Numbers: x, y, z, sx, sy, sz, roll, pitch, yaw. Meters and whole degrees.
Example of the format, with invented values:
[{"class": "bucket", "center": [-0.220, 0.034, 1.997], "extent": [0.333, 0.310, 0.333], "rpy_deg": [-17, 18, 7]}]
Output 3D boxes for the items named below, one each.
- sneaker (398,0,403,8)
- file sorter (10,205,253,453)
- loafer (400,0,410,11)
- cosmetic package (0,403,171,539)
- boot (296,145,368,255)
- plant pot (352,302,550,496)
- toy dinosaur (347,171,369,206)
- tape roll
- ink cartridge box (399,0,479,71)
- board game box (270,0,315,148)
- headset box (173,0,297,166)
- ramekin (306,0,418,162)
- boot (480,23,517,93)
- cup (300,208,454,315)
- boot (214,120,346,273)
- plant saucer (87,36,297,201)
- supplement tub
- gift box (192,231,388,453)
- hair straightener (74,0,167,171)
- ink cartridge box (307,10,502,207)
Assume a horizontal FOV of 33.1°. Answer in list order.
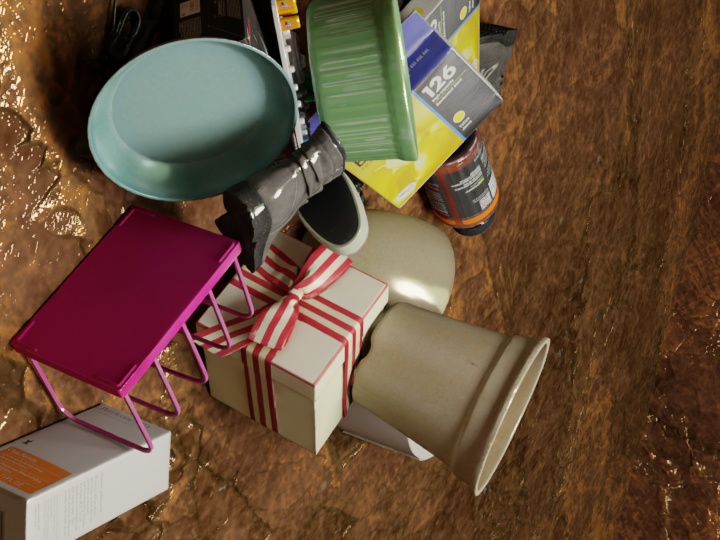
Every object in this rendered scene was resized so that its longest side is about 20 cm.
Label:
[{"class": "sneaker", "center": [0.018, -0.323, 1.508], "extent": [0.099, 0.078, 0.201], "rpy_deg": [12, 94, -65]}, {"class": "file sorter", "center": [-0.218, 0.061, 1.224], "extent": [0.200, 0.138, 0.126], "rpy_deg": [-54, 149, -32]}, {"class": "loafer", "center": [0.070, -0.318, 1.616], "extent": [0.200, 0.073, 0.072], "rpy_deg": [-51, 154, -27]}, {"class": "cosmetic package", "center": [-0.291, 0.207, 1.203], "extent": [0.200, 0.101, 0.072], "rpy_deg": [-21, 122, -56]}, {"class": "boot", "center": [-0.034, -0.080, 1.429], "extent": [0.072, 0.200, 0.144], "rpy_deg": [-37, 149, 4]}, {"class": "plant pot", "center": [0.099, 0.131, 1.423], "extent": [0.201, 0.183, 0.201], "rpy_deg": [-57, 163, -27]}, {"class": "toy dinosaur", "center": [0.009, -0.140, 1.619], "extent": [0.200, 0.047, 0.089], "rpy_deg": [43, 64, -54]}, {"class": "tape roll", "center": [0.062, 0.157, 1.760], "extent": [0.202, 0.138, 0.204], "rpy_deg": [-35, 132, -50]}, {"class": "ink cartridge box", "center": [0.089, -0.273, 1.554], "extent": [0.200, 0.047, 0.198], "rpy_deg": [-53, 156, -30]}, {"class": "board game box", "center": [-0.068, -0.238, 1.322], "extent": [0.200, 0.026, 0.201], "rpy_deg": [-95, 176, -57]}, {"class": "headset box", "center": [-0.124, -0.198, 1.247], "extent": [0.200, 0.077, 0.149], "rpy_deg": [67, 11, -47]}, {"class": "ramekin", "center": [0.002, -0.214, 1.335], "extent": [0.200, 0.097, 0.202], "rpy_deg": [-8, 90, -85]}, {"class": "boot", "center": [0.172, -0.291, 1.788], "extent": [0.200, 0.069, 0.133], "rpy_deg": [-17, 122, -54]}, {"class": "cup", "center": [0.000, 0.000, 1.550], "extent": [0.143, 0.200, 0.201], "rpy_deg": [30, 77, -36]}, {"class": "boot", "center": [-0.074, -0.071, 1.225], "extent": [0.131, 0.070, 0.200], "rpy_deg": [-38, 179, -17]}, {"class": "plant saucer", "center": [-0.159, -0.148, 1.143], "extent": [0.200, 0.199, 0.036], "rpy_deg": [63, 6, -51]}, {"class": "supplement tub", "center": [0.145, -0.135, 1.791], "extent": [0.107, 0.106, 0.200], "rpy_deg": [-60, 149, -23]}, {"class": "gift box", "center": [-0.092, 0.076, 1.413], "extent": [0.185, 0.199, 0.187], "rpy_deg": [-58, 163, -34]}, {"class": "hair straightener", "center": [-0.229, -0.199, 1.168], "extent": [0.077, 0.041, 0.201], "rpy_deg": [36, 74, -60]}, {"class": "ink cartridge box", "center": [0.057, -0.193, 1.502], "extent": [0.198, 0.047, 0.200], "rpy_deg": [-45, 145, 11]}]
